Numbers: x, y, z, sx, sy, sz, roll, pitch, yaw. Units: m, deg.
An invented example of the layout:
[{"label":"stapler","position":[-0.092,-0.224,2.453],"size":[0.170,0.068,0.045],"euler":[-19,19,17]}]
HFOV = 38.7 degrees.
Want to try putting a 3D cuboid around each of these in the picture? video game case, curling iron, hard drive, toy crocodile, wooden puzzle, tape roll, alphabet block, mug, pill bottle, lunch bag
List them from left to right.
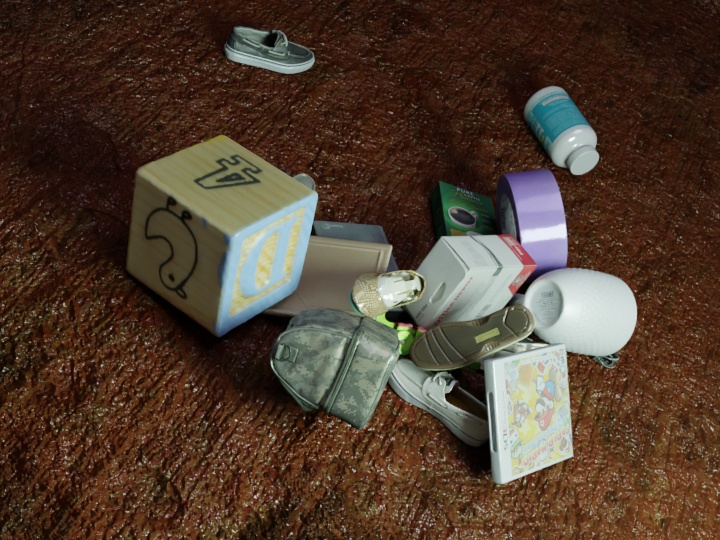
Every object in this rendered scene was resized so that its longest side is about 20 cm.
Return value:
[{"label":"alphabet block","position":[-0.210,-0.057,1.541],"size":[0.199,0.197,0.196],"euler":[31,36,23]},{"label":"wooden puzzle","position":[-0.053,0.017,1.661],"size":[0.183,0.037,0.201],"euler":[7,43,9]},{"label":"lunch bag","position":[-0.041,0.126,1.478],"size":[0.167,0.140,0.200],"euler":[25,7,1]},{"label":"hard drive","position":[0.000,0.000,1.751],"size":[0.138,0.033,0.201],"euler":[3,46,-27]},{"label":"toy crocodile","position":[0.101,0.117,1.645],"size":[0.199,0.067,0.062],"euler":[21,85,-11]},{"label":"tape roll","position":[0.308,-0.079,1.859],"size":[0.084,0.201,0.201],"euler":[-7,47,-2]},{"label":"video game case","position":[0.261,0.215,1.573],"size":[0.199,0.023,0.184],"euler":[-6,93,-47]},{"label":"mug","position":[0.351,0.066,1.793],"size":[0.174,0.149,0.199],"euler":[10,-2,-43]},{"label":"pill bottle","position":[0.448,-0.305,2.265],"size":[0.110,0.111,0.201],"euler":[-1,48,-30]},{"label":"curling iron","position":[0.417,0.097,1.895],"size":[0.049,0.026,0.201],"euler":[3,46,-32]}]

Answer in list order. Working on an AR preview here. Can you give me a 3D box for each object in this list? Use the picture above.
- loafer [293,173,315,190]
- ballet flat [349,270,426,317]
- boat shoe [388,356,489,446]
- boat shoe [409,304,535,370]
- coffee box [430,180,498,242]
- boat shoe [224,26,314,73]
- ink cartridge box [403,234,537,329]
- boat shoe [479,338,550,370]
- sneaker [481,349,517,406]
[{"label":"loafer","position":[-0.124,-0.115,1.769],"size":[0.070,0.070,0.200],"euler":[28,40,0]},{"label":"ballet flat","position":[0.049,0.027,1.583],"size":[0.200,0.065,0.071],"euler":[-19,91,-66]},{"label":"boat shoe","position":[0.127,0.189,1.598],"size":[0.200,0.070,0.071],"euler":[38,40,13]},{"label":"boat shoe","position":[0.175,0.111,1.591],"size":[0.198,0.076,0.072],"euler":[-15,78,10]},{"label":"coffee box","position":[0.200,-0.075,1.935],"size":[0.122,0.044,0.201],"euler":[15,43,-19]},{"label":"boat shoe","position":[-0.177,-0.452,2.088],"size":[0.199,0.071,0.072],"euler":[-1,48,-32]},{"label":"ink cartridge box","position":[0.179,0.017,1.722],"size":[0.199,0.147,0.083],"euler":[-3,47,-48]},{"label":"boat shoe","position":[0.241,0.137,1.745],"size":[0.198,0.073,0.063],"euler":[12,0,-11]},{"label":"sneaker","position":[0.258,0.212,1.647],"size":[0.200,0.083,0.122],"euler":[33,72,-47]}]
